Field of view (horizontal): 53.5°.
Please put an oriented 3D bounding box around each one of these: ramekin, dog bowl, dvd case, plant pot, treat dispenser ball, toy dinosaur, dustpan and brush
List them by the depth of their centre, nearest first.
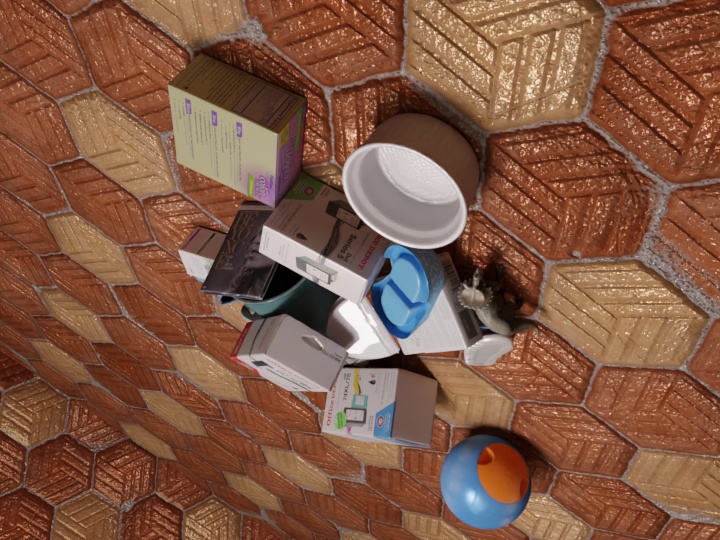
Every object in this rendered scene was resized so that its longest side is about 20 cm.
[{"bbox_3d":[0.081,-0.137,1.073,0.200,0.098,0.201,20,143,16],"label":"ramekin"},{"bbox_3d":[0.226,0.061,1.204,0.077,0.102,0.200,-10,127,45],"label":"toy dinosaur"},{"bbox_3d":[0.082,0.031,1.212,0.112,0.049,0.200,50,147,24],"label":"dog bowl"},{"bbox_3d":[-0.201,-0.042,1.320,0.148,0.201,0.016,4,151,34],"label":"dvd case"},{"bbox_3d":[-0.034,0.117,1.320,0.199,0.057,0.140,-25,106,27],"label":"dustpan and brush"},{"bbox_3d":[-0.132,0.035,1.383,0.199,0.201,0.196,8,147,30],"label":"plant pot"},{"bbox_3d":[0.277,0.468,1.584,0.200,0.201,0.201,20,144,16],"label":"treat dispenser ball"}]

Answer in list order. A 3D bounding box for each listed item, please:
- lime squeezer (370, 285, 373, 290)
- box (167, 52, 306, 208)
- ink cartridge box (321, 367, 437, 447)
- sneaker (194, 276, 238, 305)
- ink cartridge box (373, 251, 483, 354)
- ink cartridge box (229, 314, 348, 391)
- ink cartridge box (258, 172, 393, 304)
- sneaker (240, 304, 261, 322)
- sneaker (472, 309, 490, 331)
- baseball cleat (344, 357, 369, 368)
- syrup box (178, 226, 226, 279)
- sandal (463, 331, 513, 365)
[{"bbox_3d":[0.000,0.000,1.360,0.199,0.038,0.071,32,146,2],"label":"lime squeezer"},{"bbox_3d":[-0.201,-0.228,1.177,0.199,0.097,0.176,26,145,10],"label":"box"},{"bbox_3d":[0.042,0.298,1.563,0.199,0.148,0.146,-7,158,42],"label":"ink cartridge box"},{"bbox_3d":[-0.300,0.027,1.572,0.199,0.096,0.080,10,140,29],"label":"sneaker"},{"bbox_3d":[0.116,0.064,1.276,0.200,0.057,0.163,-17,97,64],"label":"ink cartridge box"},{"bbox_3d":[-0.134,0.155,1.313,0.144,0.084,0.200,33,158,-19],"label":"ink cartridge box"},{"bbox_3d":[-0.052,-0.055,1.234,0.199,0.146,0.084,28,144,5],"label":"ink cartridge box"},{"bbox_3d":[-0.179,0.079,1.576,0.199,0.076,0.088,4,130,21],"label":"sneaker"},{"bbox_3d":[0.178,0.084,1.312,0.199,0.071,0.083,-4,148,41],"label":"sneaker"},{"bbox_3d":[-0.025,0.150,1.556,0.106,0.070,0.200,7,145,10],"label":"baseball cleat"},{"bbox_3d":[-0.277,-0.019,1.509,0.199,0.082,0.079,16,141,22],"label":"syrup box"},{"bbox_3d":[0.227,0.136,1.325,0.082,0.050,0.203,1,160,-3],"label":"sandal"}]
